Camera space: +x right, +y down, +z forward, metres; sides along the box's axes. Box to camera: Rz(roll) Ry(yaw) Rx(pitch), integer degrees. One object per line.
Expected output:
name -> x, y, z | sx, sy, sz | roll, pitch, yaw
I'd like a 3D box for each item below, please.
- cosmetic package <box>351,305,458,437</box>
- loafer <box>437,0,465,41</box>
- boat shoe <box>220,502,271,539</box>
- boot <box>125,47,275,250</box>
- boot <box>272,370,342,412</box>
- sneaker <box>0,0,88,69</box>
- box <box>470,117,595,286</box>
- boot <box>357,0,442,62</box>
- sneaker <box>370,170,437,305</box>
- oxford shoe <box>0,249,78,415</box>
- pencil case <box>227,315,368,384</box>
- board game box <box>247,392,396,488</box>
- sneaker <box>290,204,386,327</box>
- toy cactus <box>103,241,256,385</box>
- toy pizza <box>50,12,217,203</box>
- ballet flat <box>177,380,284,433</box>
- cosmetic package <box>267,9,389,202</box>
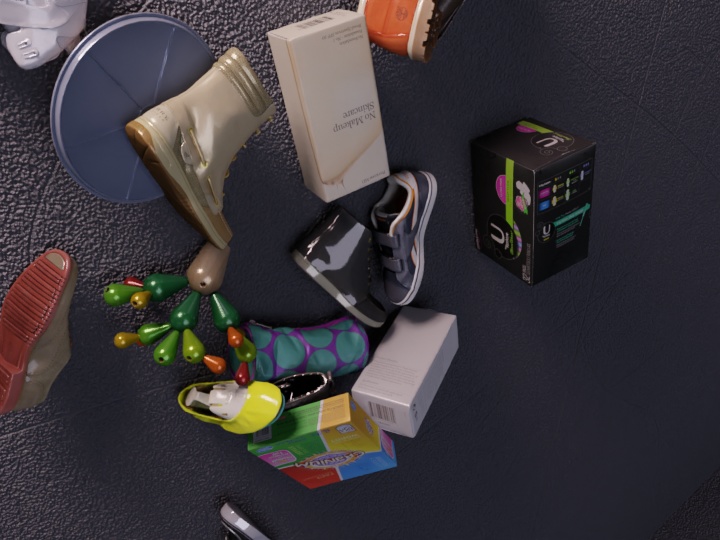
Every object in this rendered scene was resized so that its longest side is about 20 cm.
cosmetic package -> 0.075, 0.150, 0.913 | 0.200, 0.100, 0.075 | -51, 140, -42
loafer -> 0.119, -0.374, 0.724 | 0.072, 0.071, 0.202 | 18, 104, -38
boat shoe -> -0.195, 0.463, 0.987 | 0.068, 0.073, 0.201 | -44, 141, -22
boot -> -0.156, -0.131, 0.665 | 0.156, 0.072, 0.201 | -47, 147, -20
boot -> -0.104, 0.204, 0.850 | 0.198, 0.070, 0.174 | -26, 148, 9
sneaker -> -0.331, -0.238, 0.504 | 0.197, 0.075, 0.117 | -13, 119, -31
box -> 0.267, -0.110, 0.918 | 0.123, 0.148, 0.203 | -24, 126, -18
boot -> 0.054, -0.358, 0.679 | 0.075, 0.106, 0.203 | -16, 123, -71
sneaker -> 0.051, -0.048, 0.861 | 0.078, 0.078, 0.204 | -1, 105, -38
oxford shoe -> -0.367, 0.069, 0.674 | 0.202, 0.070, 0.075 | -61, 156, 8
pencil case -> -0.087, 0.115, 0.854 | 0.197, 0.085, 0.094 | 0, 87, -34
board game box -> -0.048, 0.250, 0.837 | 0.151, 0.041, 0.201 | -19, 141, 12
sneaker -> 0.000, 0.000, 0.852 | 0.106, 0.075, 0.200 | -47, 130, 1
toy cactus -> -0.207, 0.044, 0.730 | 0.197, 0.102, 0.167 | 24, 71, -8
toy pizza -> -0.230, -0.168, 0.617 | 0.199, 0.032, 0.202 | -38, 146, -31
ballet flat -> -0.181, 0.174, 0.770 | 0.067, 0.198, 0.068 | 31, 62, -34
cosmetic package -> -0.035, -0.201, 0.721 | 0.102, 0.073, 0.202 | -26, 126, -18
